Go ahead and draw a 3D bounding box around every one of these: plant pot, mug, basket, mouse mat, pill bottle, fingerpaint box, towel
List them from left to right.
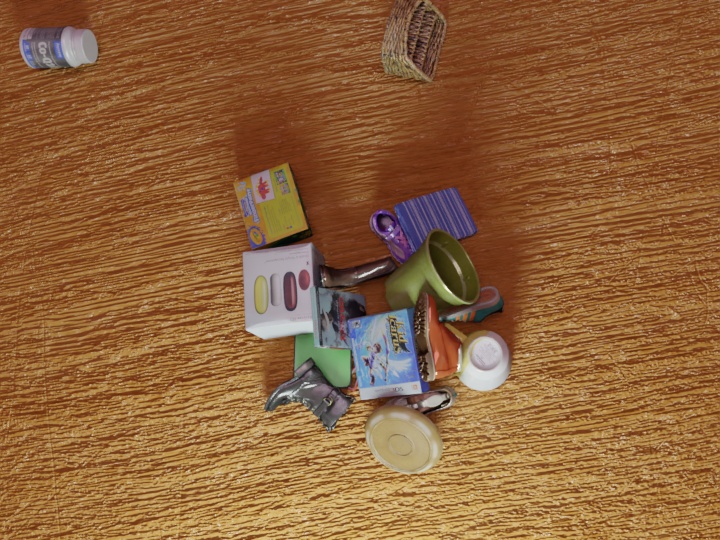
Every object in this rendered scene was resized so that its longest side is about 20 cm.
[{"bbox_3d":[-0.898,-0.667,2.051,0.196,0.114,0.116,0,77,8],"label":"pill bottle"},{"bbox_3d":[-0.238,-0.166,1.866,0.164,0.073,0.203,-20,75,2],"label":"fingerpaint box"},{"bbox_3d":[-0.098,0.205,1.789,0.158,0.008,0.204,-2,78,12],"label":"mouse mat"},{"bbox_3d":[0.099,0.412,1.644,0.196,0.028,0.203,10,120,18],"label":"plant pot"},{"bbox_3d":[0.151,-0.648,1.891,0.146,0.143,0.204,15,79,11],"label":"basket"},{"bbox_3d":[0.163,0.030,1.696,0.183,0.199,0.203,-33,72,33],"label":"plant pot"},{"bbox_3d":[0.196,-0.132,1.793,0.197,0.024,0.147,-18,73,-22],"label":"towel"},{"bbox_3d":[0.281,0.210,1.667,0.183,0.153,0.153,3,78,8],"label":"mug"}]

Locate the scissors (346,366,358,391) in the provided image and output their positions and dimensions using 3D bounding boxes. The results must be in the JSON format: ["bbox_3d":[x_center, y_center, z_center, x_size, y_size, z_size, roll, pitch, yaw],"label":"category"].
[{"bbox_3d":[0.030,0.223,1.769,0.072,0.014,0.203,23,83,14],"label":"scissors"}]

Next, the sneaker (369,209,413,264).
[{"bbox_3d":[0.097,-0.088,1.796,0.080,0.089,0.200,-44,76,-5],"label":"sneaker"}]

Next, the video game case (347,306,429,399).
[{"bbox_3d":[0.065,0.204,1.672,0.179,0.045,0.204,-13,85,33],"label":"video game case"}]

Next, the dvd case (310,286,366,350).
[{"bbox_3d":[-0.050,0.124,1.718,0.022,0.198,0.149,-16,72,37],"label":"dvd case"}]

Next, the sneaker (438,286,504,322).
[{"bbox_3d":[0.268,0.103,1.737,0.197,0.080,0.072,-14,44,26],"label":"sneaker"}]

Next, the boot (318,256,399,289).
[{"bbox_3d":[0.000,0.000,1.740,0.196,0.186,0.066,-12,84,7],"label":"boot"}]

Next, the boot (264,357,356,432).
[{"bbox_3d":[-0.130,0.339,1.738,0.200,0.069,0.175,-43,86,9],"label":"boot"}]

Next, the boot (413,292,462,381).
[{"bbox_3d":[0.183,0.148,1.599,0.105,0.075,0.204,-7,90,-15],"label":"boot"}]

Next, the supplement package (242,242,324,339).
[{"bbox_3d":[-0.190,0.055,1.764,0.187,0.147,0.204,-8,74,9],"label":"supplement package"}]

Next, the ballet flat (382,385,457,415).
[{"bbox_3d":[0.135,0.322,1.646,0.197,0.067,0.069,-22,83,5],"label":"ballet flat"}]
